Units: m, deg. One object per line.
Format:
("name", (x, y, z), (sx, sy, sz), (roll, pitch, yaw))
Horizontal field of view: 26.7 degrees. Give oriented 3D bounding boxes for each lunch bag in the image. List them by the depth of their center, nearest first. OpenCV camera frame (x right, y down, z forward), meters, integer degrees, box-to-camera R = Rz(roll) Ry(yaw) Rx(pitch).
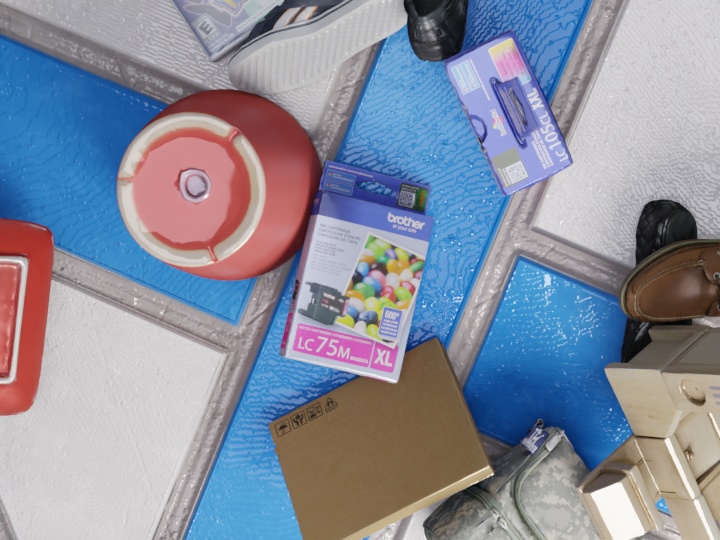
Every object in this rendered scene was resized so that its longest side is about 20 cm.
("lunch bag", (0.179, 0.269, 1.480), (0.167, 0.139, 0.200), (-39, 91, -10))

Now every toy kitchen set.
("toy kitchen set", (0.314, 0.178, 1.384), (0.163, 0.180, 0.201), (-36, 107, -28))

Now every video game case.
("video game case", (-0.118, -0.340, 1.516), (0.199, 0.023, 0.183), (-34, 90, 8))

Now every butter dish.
("butter dish", (-0.430, 0.038, 1.531), (0.198, 0.147, 0.202), (3, 98, -38))

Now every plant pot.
("plant pot", (-0.144, -0.081, 1.463), (0.199, 0.177, 0.202), (0, 94, 6))

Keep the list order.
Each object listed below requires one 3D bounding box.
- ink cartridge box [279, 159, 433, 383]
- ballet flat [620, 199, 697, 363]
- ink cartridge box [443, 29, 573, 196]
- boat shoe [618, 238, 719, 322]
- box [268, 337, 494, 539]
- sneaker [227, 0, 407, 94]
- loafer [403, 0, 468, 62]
("ink cartridge box", (0.000, 0.000, 1.494), (0.118, 0.042, 0.202), (13, 85, -11))
("ballet flat", (0.292, 0.030, 1.494), (0.066, 0.057, 0.202), (5, 101, -21))
("ink cartridge box", (0.137, -0.144, 1.413), (0.076, 0.200, 0.137), (-25, 92, 8))
("boat shoe", (0.345, 0.007, 1.435), (0.199, 0.068, 0.072), (-17, 111, -10))
("box", (0.016, 0.175, 1.494), (0.199, 0.021, 0.164), (-28, 52, 8))
("sneaker", (-0.043, -0.244, 1.491), (0.199, 0.078, 0.080), (-22, 56, 20))
("loafer", (0.075, -0.289, 1.432), (0.068, 0.071, 0.202), (-4, 56, 15))
